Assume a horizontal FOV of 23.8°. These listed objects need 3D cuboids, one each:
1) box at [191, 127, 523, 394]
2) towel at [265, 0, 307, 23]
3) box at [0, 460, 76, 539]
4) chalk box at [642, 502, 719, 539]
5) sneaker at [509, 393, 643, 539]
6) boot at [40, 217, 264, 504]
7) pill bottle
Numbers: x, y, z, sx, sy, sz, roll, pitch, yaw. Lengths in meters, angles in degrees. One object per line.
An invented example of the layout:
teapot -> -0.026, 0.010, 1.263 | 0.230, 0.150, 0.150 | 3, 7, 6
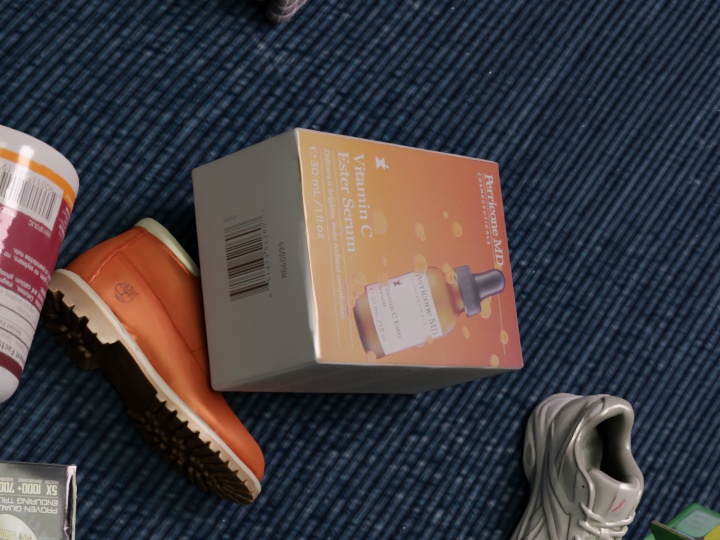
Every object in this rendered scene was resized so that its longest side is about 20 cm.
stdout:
box -> 0.000, 0.000, 1.148 | 0.200, 0.106, 0.153 | 4, 75, -45
towel -> 0.002, -0.272, 1.219 | 0.200, 0.165, 0.086 | -43, 103, -27
box -> -0.281, 0.156, 0.979 | 0.199, 0.164, 0.086 | 7, 74, -24
chalk box -> 0.244, 0.252, 1.179 | 0.124, 0.124, 0.201 | -32, 125, -28
sneaker -> 0.158, 0.180, 1.215 | 0.078, 0.099, 0.201 | 9, 74, -23
boot -> -0.114, 0.058, 1.135 | 0.107, 0.075, 0.200 | -41, 95, -32
pill bottle -> -0.254, 0.016, 1.053 | 0.114, 0.114, 0.201 | 21, 70, -19
